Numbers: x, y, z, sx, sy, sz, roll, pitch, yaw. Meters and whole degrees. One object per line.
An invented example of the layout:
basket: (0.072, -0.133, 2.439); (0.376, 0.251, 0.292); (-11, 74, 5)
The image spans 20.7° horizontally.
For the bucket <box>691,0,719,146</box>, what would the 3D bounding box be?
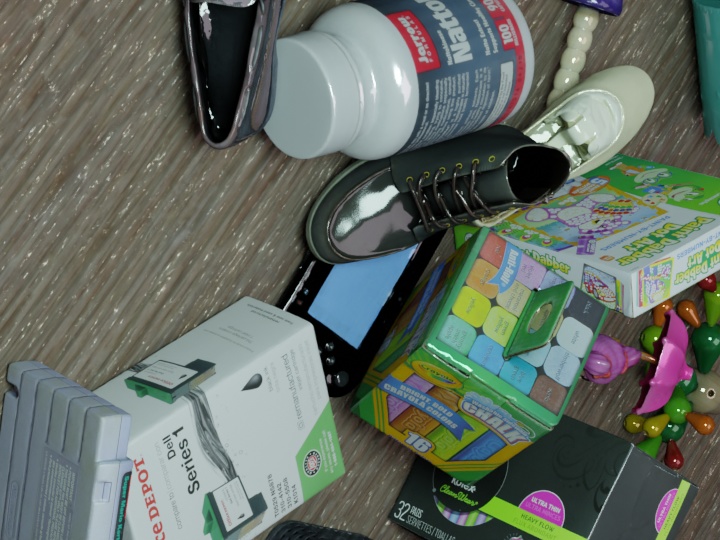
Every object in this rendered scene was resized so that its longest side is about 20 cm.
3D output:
bucket: (0.399, -0.205, 1.786); (0.207, 0.207, 0.135); (-31, 117, -34)

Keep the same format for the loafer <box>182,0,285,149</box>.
loafer: (-0.091, -0.180, 1.382); (0.063, 0.072, 0.200); (-59, 151, -61)

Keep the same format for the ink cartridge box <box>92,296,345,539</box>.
ink cartridge box: (-0.120, 0.134, 1.471); (0.200, 0.084, 0.146); (-34, 126, -33)

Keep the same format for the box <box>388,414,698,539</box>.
box: (0.156, 0.199, 1.688); (0.124, 0.200, 0.149); (32, 81, -46)

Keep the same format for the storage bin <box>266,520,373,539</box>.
storage bin: (-0.031, 0.320, 1.625); (0.135, 0.094, 0.200); (20, 91, -47)

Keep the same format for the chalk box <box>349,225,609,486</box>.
chalk box: (0.099, 0.061, 1.529); (0.124, 0.200, 0.125); (33, 58, -7)

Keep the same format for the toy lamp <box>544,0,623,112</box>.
toy lamp: (0.178, -0.174, 1.677); (0.058, 0.058, 0.200); (14, 95, -47)

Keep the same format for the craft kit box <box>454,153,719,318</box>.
craft kit box: (0.217, -0.036, 1.664); (0.200, 0.197, 0.049); (-26, 123, -37)

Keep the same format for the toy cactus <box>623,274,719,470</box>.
toy cactus: (0.327, 0.108, 1.918); (0.165, 0.102, 0.200); (27, 77, -57)

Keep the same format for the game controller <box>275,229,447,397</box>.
game controller: (0.000, 0.000, 1.573); (0.104, 0.042, 0.200); (41, 75, -45)

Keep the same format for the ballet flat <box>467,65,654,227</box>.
ballet flat: (0.161, -0.100, 1.625); (0.200, 0.069, 0.069); (-36, 132, 1)

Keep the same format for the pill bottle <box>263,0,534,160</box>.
pill bottle: (0.024, -0.148, 1.484); (0.200, 0.120, 0.120); (-20, 118, -40)

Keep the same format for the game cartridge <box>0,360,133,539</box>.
game cartridge: (-0.211, 0.176, 1.363); (0.038, 0.130, 0.200); (-3, 107, -45)

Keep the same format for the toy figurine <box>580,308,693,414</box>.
toy figurine: (0.187, 0.058, 1.680); (0.200, 0.184, 0.150); (1, 104, -45)

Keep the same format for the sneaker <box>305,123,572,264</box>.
sneaker: (0.058, -0.061, 1.514); (0.200, 0.106, 0.075); (-27, 107, -17)
